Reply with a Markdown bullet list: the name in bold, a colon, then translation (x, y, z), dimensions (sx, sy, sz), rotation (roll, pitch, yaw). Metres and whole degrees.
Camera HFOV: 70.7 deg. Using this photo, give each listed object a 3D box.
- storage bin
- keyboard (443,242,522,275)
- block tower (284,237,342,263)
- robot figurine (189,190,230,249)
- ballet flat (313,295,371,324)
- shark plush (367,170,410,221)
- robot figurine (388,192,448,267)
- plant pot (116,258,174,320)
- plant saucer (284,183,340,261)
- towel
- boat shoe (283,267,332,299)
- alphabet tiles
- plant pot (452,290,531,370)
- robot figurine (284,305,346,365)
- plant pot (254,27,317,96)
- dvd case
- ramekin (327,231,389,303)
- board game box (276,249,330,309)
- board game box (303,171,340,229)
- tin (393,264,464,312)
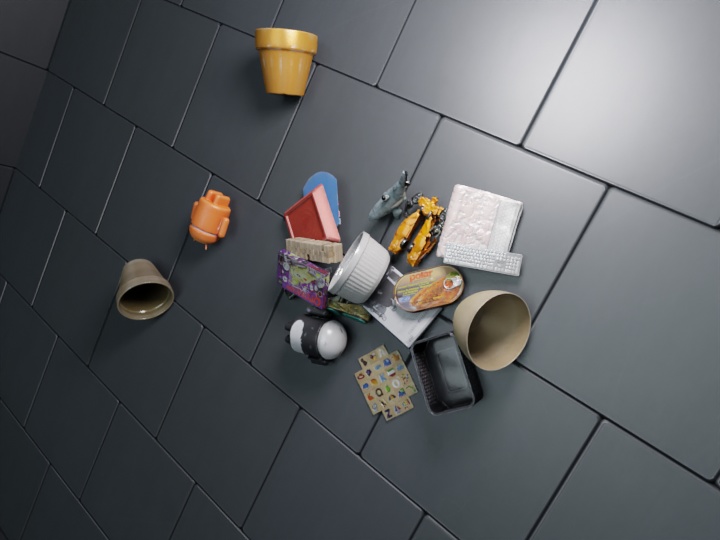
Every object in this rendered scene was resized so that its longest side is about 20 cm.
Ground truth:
- **storage bin**: translation (0.234, 0.274, 1.375), dimensions (0.134, 0.094, 0.202), rotation (-22, 78, 25)
- **keyboard**: translation (0.321, -0.031, 1.341), dimensions (0.198, 0.011, 0.057), rotation (11, 96, 15)
- **block tower**: translation (-0.147, -0.063, 1.547), dimensions (0.198, 0.054, 0.059), rotation (8, 107, 37)
- **robot figurine**: translation (-0.536, -0.181, 1.802), dimensions (0.143, 0.117, 0.202), rotation (22, 100, -13)
- **ballet flat**: translation (-0.051, 0.111, 1.559), dimensions (0.198, 0.070, 0.072), rotation (13, 93, 29)
- **shark plush**: translation (0.092, -0.203, 1.445), dimensions (0.200, 0.083, 0.092), rotation (-35, 76, 58)
- **robot figurine**: translation (0.169, -0.121, 1.451), dimensions (0.145, 0.058, 0.201), rotation (37, 105, 25)
- **plant pot**: translation (-0.825, 0.057, 1.918), dimensions (0.200, 0.199, 0.174), rotation (-48, 52, 18)
- **plant saucer**: translation (-0.166, -0.142, 1.616), dimensions (0.199, 0.036, 0.202), rotation (-29, 74, 40)
- **towel**: translation (0.317, -0.111, 1.362), dimensions (0.189, 0.032, 0.202), rotation (16, 94, 14)
- **boat shoe**: translation (-0.165, 0.045, 1.614), dimensions (0.198, 0.073, 0.069), rotation (-21, 84, 28)
- **alphabet tiles**: translation (0.074, 0.332, 1.507), dimensions (0.166, 0.006, 0.201), rotation (-34, 73, 23)
- **plant pot**: translation (0.314, 0.137, 1.303), dimensions (0.134, 0.199, 0.202), rotation (28, 102, 61)
- **robot figurine**: translation (-0.136, 0.201, 1.563), dimensions (0.198, 0.151, 0.125), rotation (8, 54, 29)
- **plant pot**: translation (-0.242, -0.664, 1.639), dimensions (0.198, 0.200, 0.185), rotation (14, 109, 28)
- **dvd case**: translation (0.115, 0.104, 1.462), dimensions (0.200, 0.025, 0.151), rotation (41, 88, 23)
- **ramekin**: translation (0.000, 0.000, 1.461), dimensions (0.104, 0.200, 0.201), rotation (32, 104, -8)
- **board game box**: translation (-0.178, 0.025, 1.552), dimensions (0.199, 0.032, 0.121), rotation (25, 126, 31)
- **board game box**: translation (-0.114, -0.209, 1.617), dimensions (0.157, 0.039, 0.203), rotation (-3, 90, 43)
- **tin**: translation (0.191, 0.052, 1.419), dimensions (0.198, 0.042, 0.113), rotation (-13, 74, 15)
